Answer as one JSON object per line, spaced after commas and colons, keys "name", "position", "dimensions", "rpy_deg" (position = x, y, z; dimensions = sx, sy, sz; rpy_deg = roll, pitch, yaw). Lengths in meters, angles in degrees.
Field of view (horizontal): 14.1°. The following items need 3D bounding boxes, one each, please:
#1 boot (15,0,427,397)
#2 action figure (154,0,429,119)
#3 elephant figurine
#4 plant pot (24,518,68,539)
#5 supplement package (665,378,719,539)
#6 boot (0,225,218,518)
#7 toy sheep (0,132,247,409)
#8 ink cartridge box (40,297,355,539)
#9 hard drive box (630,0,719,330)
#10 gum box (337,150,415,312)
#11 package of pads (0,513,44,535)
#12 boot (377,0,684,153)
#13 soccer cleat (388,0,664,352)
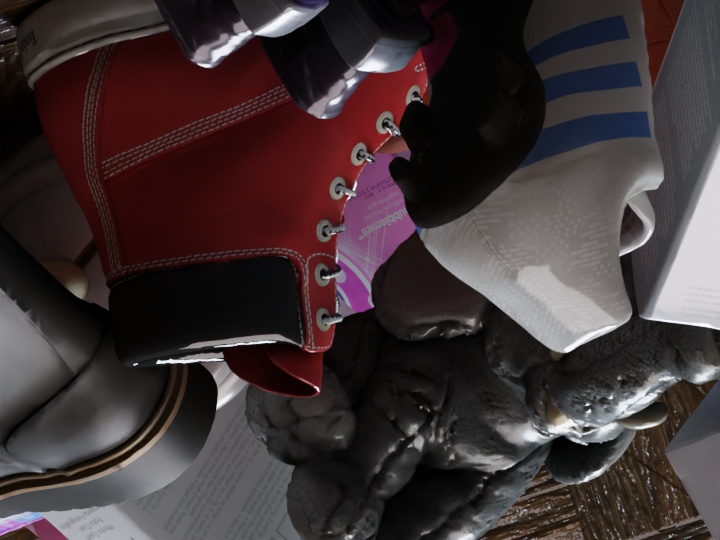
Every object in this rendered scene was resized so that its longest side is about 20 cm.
{"name": "boot", "position": [-0.001, -0.038, 0.970], "dimensions": [0.199, 0.145, 0.072], "rpy_deg": [-17, 172, -18]}
{"name": "action figure", "position": [0.032, -0.115, 0.807], "dimensions": [0.199, 0.070, 0.130], "rpy_deg": [-28, 162, 33]}
{"name": "elephant figurine", "position": [0.066, 0.035, 1.127], "dimensions": [0.200, 0.156, 0.141], "rpy_deg": [-39, 153, 16]}
{"name": "plant pot", "position": [-0.105, 0.081, 1.493], "dimensions": [0.199, 0.201, 0.179], "rpy_deg": [-14, -173, -31]}
{"name": "supplement package", "position": [0.216, 0.060, 1.124], "dimensions": [0.109, 0.114, 0.200], "rpy_deg": [-25, -171, 31]}
{"name": "boot", "position": [-0.167, 0.033, 0.992], "dimensions": [0.199, 0.078, 0.138], "rpy_deg": [-21, 136, 26]}
{"name": "toy sheep", "position": [-0.088, -0.002, 1.103], "dimensions": [0.137, 0.139, 0.200], "rpy_deg": [-20, 173, 15]}
{"name": "ink cartridge box", "position": [-0.052, 0.072, 1.230], "dimensions": [0.047, 0.200, 0.160], "rpy_deg": [-28, -157, 47]}
{"name": "hard drive box", "position": [0.187, -0.067, 0.954], "dimensions": [0.155, 0.077, 0.201], "rpy_deg": [7, 137, -10]}
{"name": "gum box", "position": [0.000, 0.000, 1.316], "dimensions": [0.200, 0.114, 0.066], "rpy_deg": [-26, -163, 44]}
{"name": "package of pads", "position": [-0.156, 0.050, 1.325], "dimensions": [0.199, 0.121, 0.075], "rpy_deg": [-24, 156, 39]}
{"name": "boot", "position": [0.066, -0.065, 1.099], "dimensions": [0.075, 0.108, 0.199], "rpy_deg": [-15, 175, -45]}
{"name": "soccer cleat", "position": [0.058, -0.054, 0.897], "dimensions": [0.070, 0.086, 0.200], "rpy_deg": [-27, -152, 30]}
